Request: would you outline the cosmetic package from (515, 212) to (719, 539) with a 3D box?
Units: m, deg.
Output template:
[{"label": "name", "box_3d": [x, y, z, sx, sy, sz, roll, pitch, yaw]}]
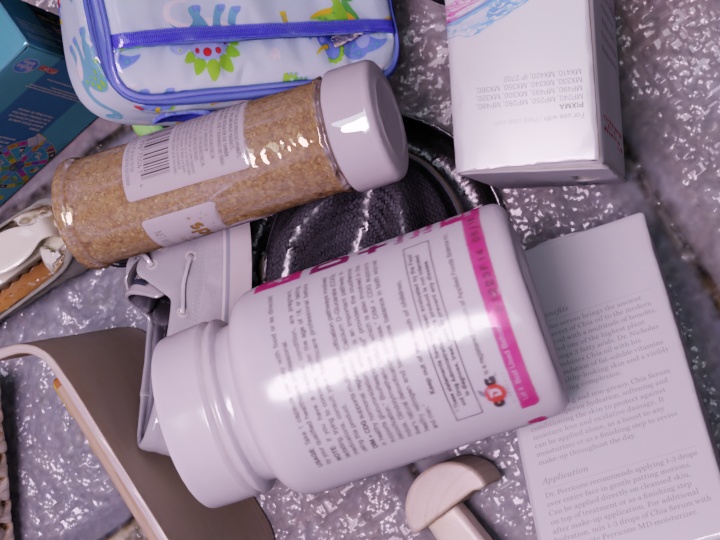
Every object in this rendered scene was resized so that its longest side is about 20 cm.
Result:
[{"label": "cosmetic package", "box_3d": [0.138, 0.079, 0.757, 0.100, 0.071, 0.202, -18, 53, 14]}]

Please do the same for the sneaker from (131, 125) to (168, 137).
[{"label": "sneaker", "box_3d": [-0.124, -0.176, 0.879, 0.083, 0.077, 0.203, -15, 93, 3]}]

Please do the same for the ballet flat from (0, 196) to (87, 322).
[{"label": "ballet flat", "box_3d": [-0.260, 0.011, 0.911, 0.199, 0.064, 0.068, -32, 82, 12]}]

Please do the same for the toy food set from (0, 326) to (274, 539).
[{"label": "toy food set", "box_3d": [-0.138, 0.125, 0.838, 0.060, 0.143, 0.201, -36, 82, 13]}]

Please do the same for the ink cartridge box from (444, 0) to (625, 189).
[{"label": "ink cartridge box", "box_3d": [0.099, -0.151, 0.777, 0.082, 0.146, 0.203, -4, 89, 15]}]

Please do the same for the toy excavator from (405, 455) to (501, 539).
[{"label": "toy excavator", "box_3d": [0.133, 0.198, 0.801, 0.198, 0.100, 0.197, -13, 85, 23]}]

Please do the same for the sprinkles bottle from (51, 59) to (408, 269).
[{"label": "sprinkles bottle", "box_3d": [-0.074, -0.057, 0.770, 0.198, 0.068, 0.069, -15, 86, 17]}]

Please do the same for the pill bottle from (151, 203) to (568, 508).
[{"label": "pill bottle", "box_3d": [-0.001, 0.049, 0.718, 0.198, 0.113, 0.115, -19, 85, 9]}]

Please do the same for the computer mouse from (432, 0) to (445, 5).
[{"label": "computer mouse", "box_3d": [0.030, -0.254, 0.802, 0.052, 0.138, 0.203, -3, 92, 14]}]

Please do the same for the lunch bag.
[{"label": "lunch bag", "box_3d": [-0.077, -0.167, 0.808, 0.198, 0.082, 0.163, -6, 86, -28]}]

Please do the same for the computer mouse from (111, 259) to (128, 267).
[{"label": "computer mouse", "box_3d": [-0.120, 0.017, 0.871, 0.058, 0.034, 0.201, -35, 93, 1]}]

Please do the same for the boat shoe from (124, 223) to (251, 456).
[{"label": "boat shoe", "box_3d": [-0.108, 0.015, 0.827, 0.068, 0.072, 0.203, 7, 73, -23]}]

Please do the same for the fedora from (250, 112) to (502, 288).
[{"label": "fedora", "box_3d": [0.000, 0.000, 0.819, 0.198, 0.092, 0.204, 0, 88, 7]}]

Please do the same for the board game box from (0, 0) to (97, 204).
[{"label": "board game box", "box_3d": [-0.255, -0.082, 0.865, 0.199, 0.151, 0.047, -40, 80, 11]}]

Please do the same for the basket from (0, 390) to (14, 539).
[{"label": "basket", "box_3d": [-0.341, 0.151, 0.854, 0.195, 0.200, 0.163, 4, 98, 16]}]
